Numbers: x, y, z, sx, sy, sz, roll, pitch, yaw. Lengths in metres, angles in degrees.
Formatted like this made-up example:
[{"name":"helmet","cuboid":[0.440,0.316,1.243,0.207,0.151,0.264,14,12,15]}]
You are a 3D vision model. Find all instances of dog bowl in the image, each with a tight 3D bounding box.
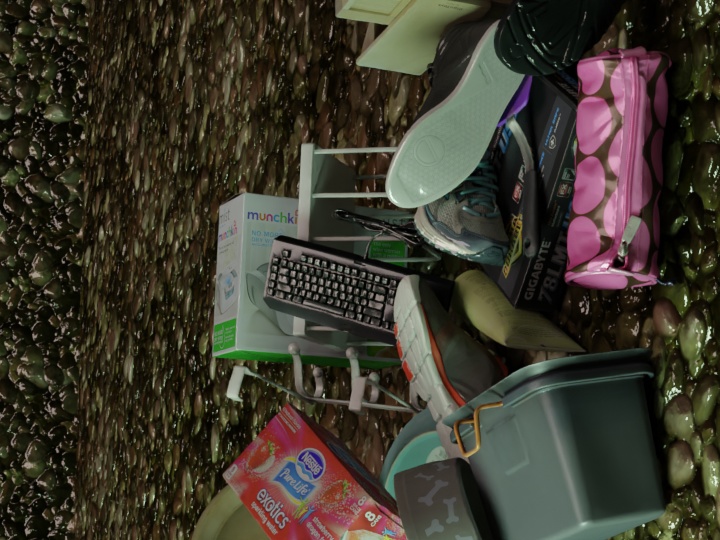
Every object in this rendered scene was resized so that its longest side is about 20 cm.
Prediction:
[{"name":"dog bowl","cuboid":[0.098,0.255,1.502,0.200,0.059,0.200,61,-171,-17]}]

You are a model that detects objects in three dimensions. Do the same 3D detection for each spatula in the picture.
[{"name":"spatula","cuboid":[0.146,-0.102,1.529,0.057,0.021,0.200,-39,50,51]}]

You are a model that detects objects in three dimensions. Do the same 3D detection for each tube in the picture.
[{"name":"tube","cuboid":[0.135,0.046,1.586,0.052,0.058,0.200,57,174,-20]}]

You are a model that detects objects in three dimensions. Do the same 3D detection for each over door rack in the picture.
[{"name":"over door rack","cuboid":[-0.022,0.109,1.738,0.148,0.200,0.067,3,86,24]}]

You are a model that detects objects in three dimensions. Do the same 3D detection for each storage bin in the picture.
[{"name":"storage bin","cuboid":[0.159,0.160,1.415,0.200,0.146,0.134,136,125,-60]}]

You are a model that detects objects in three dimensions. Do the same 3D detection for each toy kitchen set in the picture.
[{"name":"toy kitchen set","cuboid":[0.066,-0.305,1.666,0.163,0.200,0.181,141,131,-61]}]

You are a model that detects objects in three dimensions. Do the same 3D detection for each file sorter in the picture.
[{"name":"file sorter","cuboid":[0.014,-0.023,1.789,0.139,0.124,0.200,28,-118,-70]}]

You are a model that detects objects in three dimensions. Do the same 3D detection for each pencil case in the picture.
[{"name":"pencil case","cuboid":[0.212,-0.084,1.393,0.094,0.091,0.200,37,-126,-78]}]

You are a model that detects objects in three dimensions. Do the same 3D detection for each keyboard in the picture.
[{"name":"keyboard","cuboid":[0.000,0.000,1.689,0.200,0.021,0.127,15,95,24]}]

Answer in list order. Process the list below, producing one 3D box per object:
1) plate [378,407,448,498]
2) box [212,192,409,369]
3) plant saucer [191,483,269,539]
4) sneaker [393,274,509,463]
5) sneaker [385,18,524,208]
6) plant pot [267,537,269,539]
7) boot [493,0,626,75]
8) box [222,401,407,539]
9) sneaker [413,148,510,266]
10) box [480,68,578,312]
[{"name":"plate","cuboid":[0.076,0.223,1.657,0.200,0.026,0.200,-18,65,45]},{"name":"box","cuboid":[-0.055,0.014,1.907,0.097,0.200,0.177,162,113,-67]},{"name":"plant saucer","cuboid":[-0.069,0.283,1.686,0.029,0.200,0.200,79,-177,-59]},{"name":"sneaker","cuboid":[0.095,0.093,1.620,0.200,0.082,0.077,68,159,13]},{"name":"sneaker","cuboid":[0.082,-0.148,1.580,0.200,0.071,0.099,-56,20,2]},{"name":"plant pot","cuboid":[-0.028,0.321,1.787,0.200,0.179,0.200,-175,90,-68]},{"name":"boot","cuboid":[0.165,-0.250,1.482,0.200,0.076,0.168,-47,21,-7]},{"name":"box","cuboid":[-0.033,0.221,1.588,0.100,0.095,0.200,-48,34,1]},{"name":"sneaker","cuboid":[0.091,-0.076,1.593,0.086,0.078,0.200,-65,30,21]},{"name":"box","cuboid":[0.155,-0.093,1.598,0.199,0.050,0.200,-123,44,-57]}]
